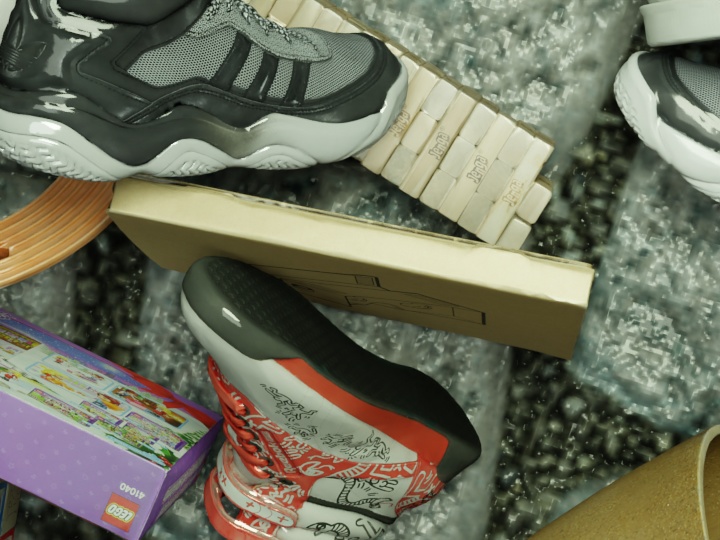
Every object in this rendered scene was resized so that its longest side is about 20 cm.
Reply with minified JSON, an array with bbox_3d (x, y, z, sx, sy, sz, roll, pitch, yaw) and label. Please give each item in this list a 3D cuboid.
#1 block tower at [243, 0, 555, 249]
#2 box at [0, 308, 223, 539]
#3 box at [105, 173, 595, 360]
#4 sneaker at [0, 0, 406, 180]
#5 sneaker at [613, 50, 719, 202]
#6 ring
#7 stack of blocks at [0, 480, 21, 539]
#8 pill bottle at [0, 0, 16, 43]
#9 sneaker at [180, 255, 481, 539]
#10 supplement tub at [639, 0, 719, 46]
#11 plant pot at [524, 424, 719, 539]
[{"bbox_3d":[-0.001,-0.082,1.042,0.200,0.058,0.054,32,98,1],"label":"block tower"},{"bbox_3d":[-0.168,0.051,1.030,0.199,0.137,0.039,26,99,4],"label":"box"},{"bbox_3d":[0.000,0.000,0.996,0.199,0.164,0.021,11,81,5],"label":"box"},{"bbox_3d":[-0.056,-0.103,0.920,0.075,0.200,0.114,34,123,44],"label":"sneaker"},{"bbox_3d":[0.217,-0.072,0.993,0.200,0.076,0.114,26,121,-2],"label":"sneaker"},{"bbox_3d":[-0.188,-0.053,1.017,0.200,0.201,0.019,0,136,6],"label":"ring"},{"bbox_3d":[-0.213,0.193,1.059,0.058,0.115,0.201,10,97,5],"label":"stack of blocks"},{"bbox_3d":[-0.180,-0.149,1.005,0.199,0.112,0.113,10,96,21],"label":"pill bottle"},{"bbox_3d":[-0.038,0.073,1.002,0.108,0.201,0.067,-41,51,13],"label":"sneaker"},{"bbox_3d":[0.171,-0.202,0.968,0.140,0.140,0.201,-6,94,7],"label":"supplement tub"},{"bbox_3d":[0.103,0.191,1.005,0.200,0.186,0.187,-25,92,21],"label":"plant pot"}]
